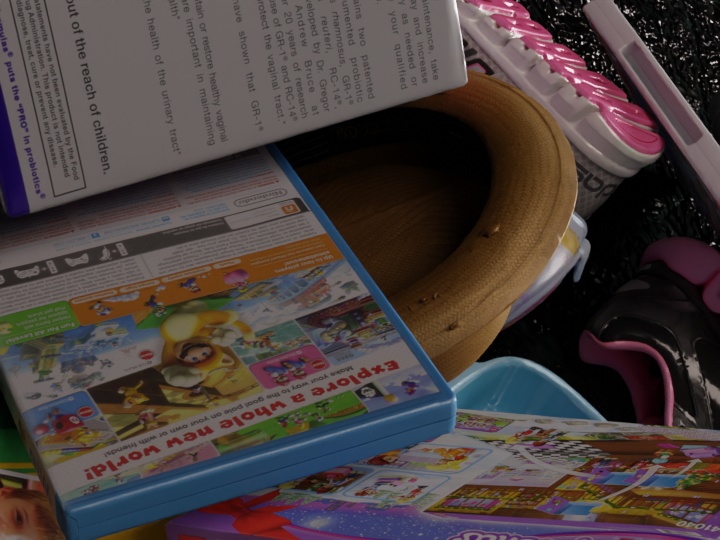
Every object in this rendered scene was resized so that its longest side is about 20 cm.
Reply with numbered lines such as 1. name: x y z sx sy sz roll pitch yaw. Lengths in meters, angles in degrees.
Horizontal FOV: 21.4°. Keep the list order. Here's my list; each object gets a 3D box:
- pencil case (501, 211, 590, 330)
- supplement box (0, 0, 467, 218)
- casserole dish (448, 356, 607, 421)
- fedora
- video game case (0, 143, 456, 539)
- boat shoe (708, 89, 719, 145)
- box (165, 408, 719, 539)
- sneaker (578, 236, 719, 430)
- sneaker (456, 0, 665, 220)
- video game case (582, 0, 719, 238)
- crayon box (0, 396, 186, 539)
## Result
1. pencil case: 0.019 -0.059 0.889 0.200 0.091 0.083 52 2 -1
2. supplement box: -0.071 -0.104 0.757 0.199 0.101 0.104 -19 112 -20
3. casserole dish: 0.092 0.124 0.831 0.200 0.039 0.121 46 43 11
4. fedora: 0.000 0.000 0.799 0.082 0.199 0.201 64 28 -42
5. video game case: -0.070 0.012 0.710 0.142 0.018 0.200 -14 39 -19
6. boat shoe: 0.271 -0.060 1.044 0.199 0.069 0.057 13 44 -36
7. box: 0.051 0.091 0.663 0.137 0.199 0.039 -23 110 -50
8. sneaker: 0.182 0.085 0.955 0.095 0.079 0.200 -34 84 -27
9. sneaker: 0.058 -0.090 0.958 0.200 0.088 0.074 44 22 26
10. video game case: 0.180 -0.042 0.970 0.143 0.017 0.200 52 10 -37
11. crayon box: -0.113 0.153 0.651 0.172 0.058 0.201 28 46 -23
